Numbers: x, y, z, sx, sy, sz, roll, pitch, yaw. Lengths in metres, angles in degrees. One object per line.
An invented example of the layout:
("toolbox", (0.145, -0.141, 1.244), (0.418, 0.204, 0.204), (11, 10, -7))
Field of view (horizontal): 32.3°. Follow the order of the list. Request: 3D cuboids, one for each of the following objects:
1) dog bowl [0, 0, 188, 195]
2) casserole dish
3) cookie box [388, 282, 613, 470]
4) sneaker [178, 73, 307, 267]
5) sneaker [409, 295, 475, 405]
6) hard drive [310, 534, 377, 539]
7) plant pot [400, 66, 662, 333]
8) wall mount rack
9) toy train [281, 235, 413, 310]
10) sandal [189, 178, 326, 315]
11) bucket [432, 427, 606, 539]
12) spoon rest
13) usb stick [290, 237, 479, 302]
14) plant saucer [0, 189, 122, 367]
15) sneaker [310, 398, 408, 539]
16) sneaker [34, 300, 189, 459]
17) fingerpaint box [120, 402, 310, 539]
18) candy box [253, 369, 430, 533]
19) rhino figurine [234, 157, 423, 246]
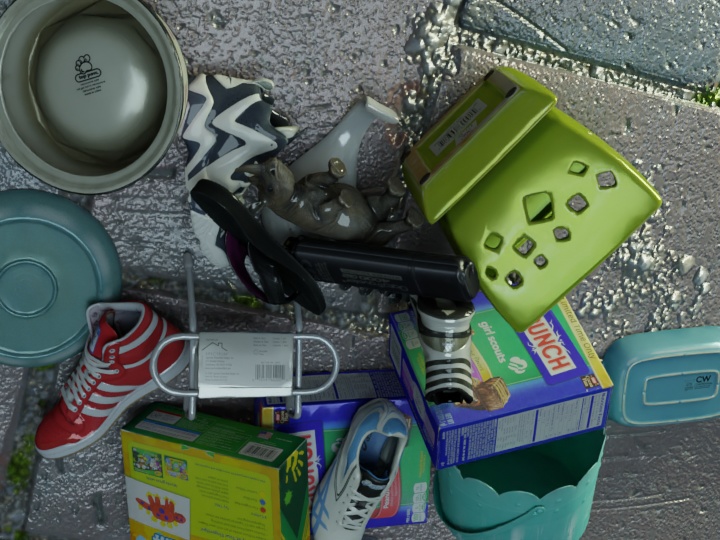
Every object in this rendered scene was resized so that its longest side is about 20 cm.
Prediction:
("dog bowl", (-0.253, -0.177, 1.185), (0.197, 0.074, 0.203), (2, 103, 10))
("casserole dish", (0.379, 0.133, 1.496), (0.197, 0.039, 0.123), (-5, 113, -11))
("cookie box", (0.149, 0.107, 1.353), (0.197, 0.172, 0.076), (-12, 137, -12))
("sneaker", (-0.113, -0.105, 1.269), (0.128, 0.080, 0.202), (-8, 104, 1))
("sneaker", (0.081, 0.073, 1.286), (0.075, 0.201, 0.117), (2, 103, 3))
("hard drive", (-0.075, 0.381, 1.460), (0.197, 0.042, 0.137), (-3, 76, -2))
("plant pot", (0.158, -0.089, 1.277), (0.200, 0.199, 0.181), (-44, 107, 9))
("wall mount rack", (-0.124, 0.069, 1.309), (0.197, 0.075, 0.176), (1, 88, -14))
("toy train", (0.000, 0.000, 1.344), (0.198, 0.034, 0.046), (17, 108, -32))
("sandal", (-0.109, -0.011, 1.243), (0.048, 0.075, 0.201), (-55, 127, -17))
("bucket", (0.175, 0.217, 1.396), (0.204, 0.208, 0.136), (-9, 128, -8))
("spoon rest", (-0.030, -0.102, 1.310), (0.099, 0.061, 0.201), (27, 118, -20))
("usb stick", (0.024, -0.001, 1.232), (0.198, 0.033, 0.056), (7, 146, 28))
("plant saucer", (-0.349, 0.015, 1.299), (0.197, 0.027, 0.203), (-5, 113, -11))
("sneaker", (-0.003, 0.237, 1.355), (0.071, 0.073, 0.202), (14, 109, -18))
("sneaker", (-0.282, 0.109, 1.310), (0.199, 0.071, 0.113), (-38, 138, -3))
("fingerpaint box", (-0.156, 0.250, 1.359), (0.198, 0.073, 0.169), (9, 114, 24))
("candy box", (-0.022, 0.206, 1.419), (0.197, 0.077, 0.171), (-2, 113, -10))
("rhino figurine", (-0.039, -0.069, 1.240), (0.198, 0.061, 0.087), (17, 147, -32))
